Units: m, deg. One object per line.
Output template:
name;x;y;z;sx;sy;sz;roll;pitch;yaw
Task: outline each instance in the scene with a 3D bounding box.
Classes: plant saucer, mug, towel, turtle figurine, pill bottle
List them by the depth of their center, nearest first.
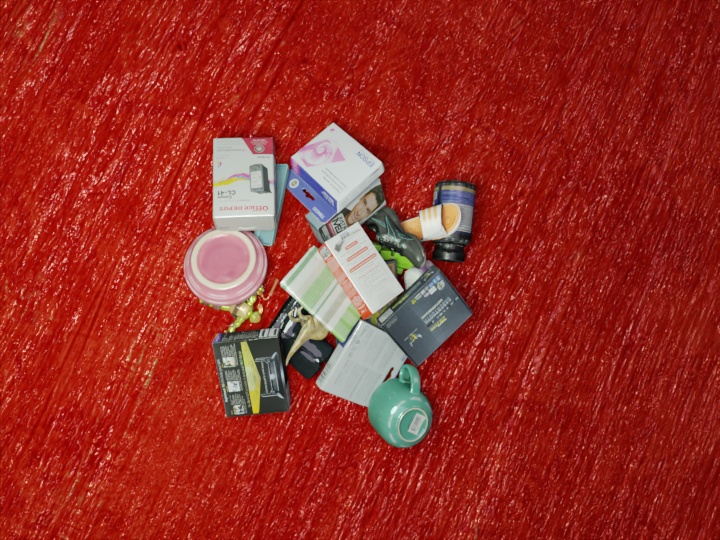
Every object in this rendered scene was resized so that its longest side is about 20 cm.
plant saucer;-0.320;-0.020;1.230;0.196;0.051;0.205;2;68;-5
towel;-0.081;0.055;1.232;0.200;0.031;0.150;44;51;-7
turtle figurine;-0.297;0.077;1.266;0.160;0.064;0.202;32;93;-3
plant saucer;-0.219;-0.162;1.289;0.019;0.069;0.205;16;85;-54
mug;0.103;0.352;1.316;0.150;0.114;0.189;-22;108;-18
pill bottle;0.240;-0.126;1.369;0.109;0.112;0.205;6;89;-13

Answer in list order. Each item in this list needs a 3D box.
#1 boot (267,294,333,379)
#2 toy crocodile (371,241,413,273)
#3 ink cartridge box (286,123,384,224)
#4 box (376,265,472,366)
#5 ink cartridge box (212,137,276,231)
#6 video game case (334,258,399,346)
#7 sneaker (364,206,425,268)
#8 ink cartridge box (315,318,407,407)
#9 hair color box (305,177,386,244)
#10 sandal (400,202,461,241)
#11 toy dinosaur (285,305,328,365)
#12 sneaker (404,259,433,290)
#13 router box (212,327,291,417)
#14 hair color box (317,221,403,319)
boot;-0.132;0.148;1.300;0.167;0.076;0.202;37;78;-15
toy crocodile;0.065;-0.037;1.357;0.196;0.062;0.069;9;106;-16
ink cartridge box;-0.077;-0.242;1.268;0.199;0.043;0.196;-42;62;-10
box;0.160;0.114;1.293;0.199;0.051;0.158;-42;112;-2
ink cartridge box;-0.271;-0.204;1.228;0.144;0.086;0.204;-3;73;-7
video game case;0.013;0.083;1.332;0.177;0.026;0.205;-9;106;-11
sneaker;0.087;-0.071;1.299;0.078;0.076;0.201;-26;58;-20
ink cartridge box;0.013;0.238;1.323;0.198;0.043;0.199;30;92;-37
hair color box;-0.033;-0.152;1.304;0.199;0.100;0.061;-40;58;-10
sandal;0.156;-0.111;1.318;0.204;0.059;0.081;-19;77;28
toy dinosaur;-0.122;0.127;1.232;0.200;0.058;0.102;-44;105;-19
sneaker;0.171;0.072;1.375;0.114;0.072;0.205;-32;128;-49
router box;-0.255;0.243;1.238;0.153;0.052;0.204;-5;109;-1
hair color box;0.000;0.000;1.247;0.110;0.064;0.202;-32;88;-30
